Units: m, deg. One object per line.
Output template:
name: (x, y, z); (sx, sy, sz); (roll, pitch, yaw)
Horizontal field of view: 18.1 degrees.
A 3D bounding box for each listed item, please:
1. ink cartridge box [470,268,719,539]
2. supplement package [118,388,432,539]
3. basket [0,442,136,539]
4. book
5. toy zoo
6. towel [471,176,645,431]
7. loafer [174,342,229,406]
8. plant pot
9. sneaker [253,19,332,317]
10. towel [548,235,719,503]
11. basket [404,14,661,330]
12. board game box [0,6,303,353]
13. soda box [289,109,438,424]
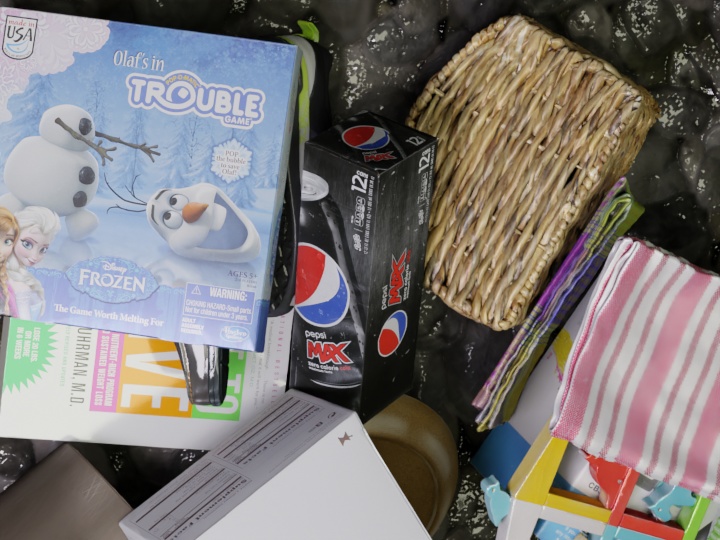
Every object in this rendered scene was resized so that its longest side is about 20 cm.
ink cartridge box: (0.210, 0.117, 1.646); (0.146, 0.146, 0.201); (32, 95, -23)
supplement package: (-0.035, 0.210, 1.506); (0.155, 0.111, 0.201); (-37, 108, -18)
basket: (-0.237, 0.225, 1.545); (0.200, 0.180, 0.136); (-43, 115, -12)
book: (-0.150, 0.053, 1.574); (0.198, 0.048, 0.135); (4, 100, -18)
toy zoo: (0.173, 0.173, 1.561); (0.199, 0.020, 0.132); (18, 101, -21)
towel: (0.140, 0.028, 1.607); (0.023, 0.144, 0.201); (33, 91, 10)
loafer: (-0.132, -0.004, 1.522); (0.072, 0.073, 0.202); (-11, 83, -1)
plant pot: (-0.019, 0.170, 1.622); (0.198, 0.028, 0.201); (-11, 130, -13)
sneaker: (-0.044, -0.067, 1.541); (0.083, 0.071, 0.202); (-17, 116, -52)
towel: (0.233, 0.076, 1.534); (0.199, 0.030, 0.147); (22, 87, -21)
basket: (0.102, -0.072, 1.598); (0.142, 0.149, 0.201); (31, 98, 10)
board game box: (-0.148, -0.059, 1.469); (0.198, 0.043, 0.201); (7, 89, 5)
soda box: (0.000, 0.000, 1.511); (0.071, 0.063, 0.201); (-32, 137, -45)
